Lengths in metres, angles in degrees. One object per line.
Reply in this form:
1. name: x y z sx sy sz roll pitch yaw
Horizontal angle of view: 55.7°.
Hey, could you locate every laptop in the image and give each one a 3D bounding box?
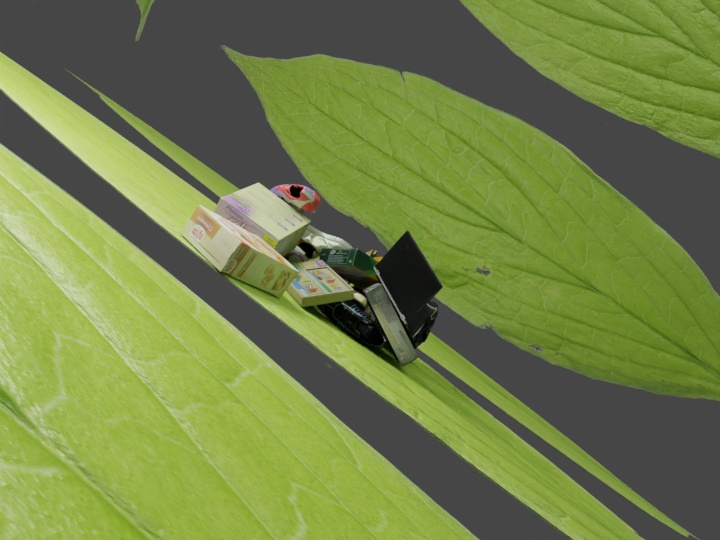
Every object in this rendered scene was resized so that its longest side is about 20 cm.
1. laptop: 0.122 0.048 1.654 0.188 0.115 0.200 62 -2 35

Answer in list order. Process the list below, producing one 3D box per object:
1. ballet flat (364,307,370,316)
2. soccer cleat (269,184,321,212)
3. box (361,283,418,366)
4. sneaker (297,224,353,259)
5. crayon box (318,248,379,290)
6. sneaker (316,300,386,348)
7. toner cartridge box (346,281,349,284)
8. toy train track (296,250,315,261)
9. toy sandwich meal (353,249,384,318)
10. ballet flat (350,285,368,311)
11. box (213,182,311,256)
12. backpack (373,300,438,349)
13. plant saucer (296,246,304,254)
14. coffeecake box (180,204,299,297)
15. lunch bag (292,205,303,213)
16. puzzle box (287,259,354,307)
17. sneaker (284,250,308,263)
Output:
1. ballet flat: 0.004 0.123 1.830 0.075 0.064 0.200 36 2 -3
2. soccer cleat: -0.181 -0.201 1.773 0.199 0.067 0.077 21 -22 45
3. box: 0.070 0.130 1.691 0.201 0.048 0.158 63 -2 -2
4. sneaker: -0.107 -0.057 1.862 0.199 0.085 0.073 22 -25 -30
5. crayon box: 0.000 0.000 1.794 0.125 0.052 0.200 3 -20 41
6. sneaker: -0.017 0.116 1.619 0.200 0.070 0.078 36 -5 -18
7. toner cartridge box: -0.048 -0.009 1.999 0.095 0.043 0.200 41 12 2
8. toy train track: -0.128 0.013 1.896 0.114 0.033 0.200 -23 66 -45
9. toy sandwich meal: 0.026 0.040 1.985 0.070 0.207 0.205 17 1 6
10. ballet flat: -0.014 0.063 1.730 0.067 0.057 0.200 54 -8 -11
11. box: -0.249 -0.113 1.690 0.175 0.097 0.200 36 24 5
12. backpack: 0.130 0.143 1.885 0.150 0.178 0.200 40 -2 18
13. plant saucer: -0.222 -0.056 2.183 0.200 0.050 0.200 36 2 -2
14. coffeecake box: -0.244 -0.036 1.393 0.153 0.073 0.200 39 5 33
15. lunch bag: -0.262 -0.139 1.933 0.167 0.140 0.200 19 -12 -8
16. puzzle box: -0.114 0.027 1.621 0.132 0.026 0.200 -8 25 -26
17. sneaker: -0.214 -0.044 1.828 0.199 0.075 0.100 35 4 -22
